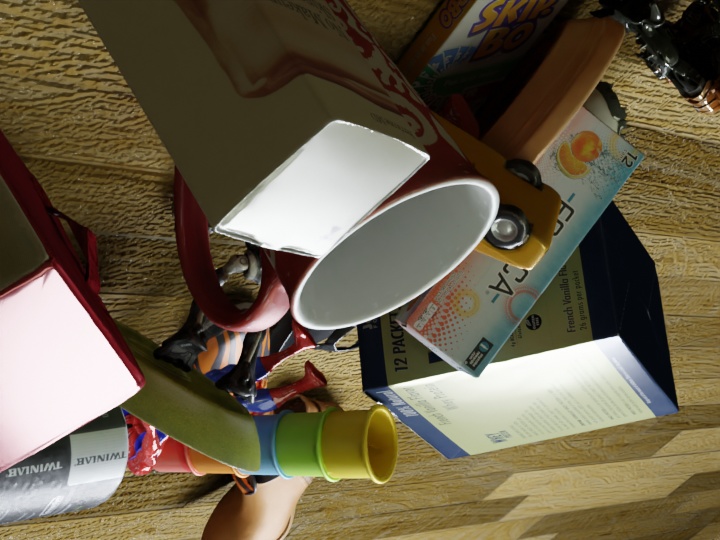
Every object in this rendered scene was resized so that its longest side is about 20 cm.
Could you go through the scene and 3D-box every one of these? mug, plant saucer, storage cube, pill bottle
[{"bbox_3d":[-0.046,-0.074,1.044,0.177,0.200,0.133,-30,158,-4],"label":"mug"},{"bbox_3d":[0.109,-0.106,1.287,0.200,0.037,0.200,-50,-173,8],"label":"plant saucer"},{"bbox_3d":[-0.247,0.008,0.991,0.200,0.171,0.180,-30,156,-4],"label":"storage cube"},{"bbox_3d":[-0.270,0.129,1.282,0.200,0.106,0.106,-4,144,-49],"label":"pill bottle"},{"bbox_3d":[-0.146,0.071,1.237,0.031,0.200,0.200,-58,155,1],"label":"plant saucer"}]

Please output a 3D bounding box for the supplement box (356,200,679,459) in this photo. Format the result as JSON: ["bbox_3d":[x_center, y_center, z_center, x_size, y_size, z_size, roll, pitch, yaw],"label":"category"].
[{"bbox_3d":[0.122,0.042,1.424,0.199,0.135,0.200,-14,154,18],"label":"supplement box"}]

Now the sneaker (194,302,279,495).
[{"bbox_3d":[-0.085,0.109,1.471,0.077,0.112,0.200,-27,156,-14],"label":"sneaker"}]

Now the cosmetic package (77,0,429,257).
[{"bbox_3d":[-0.064,-0.114,0.939,0.087,0.200,0.103,-41,155,19],"label":"cosmetic package"}]

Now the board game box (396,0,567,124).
[{"bbox_3d":[0.083,-0.164,1.257,0.095,0.030,0.200,-7,144,-45],"label":"board game box"}]

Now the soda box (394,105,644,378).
[{"bbox_3d":[0.112,-0.023,1.288,0.200,0.068,0.064,-52,-174,-2],"label":"soda box"}]

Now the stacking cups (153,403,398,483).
[{"bbox_3d":[-0.072,0.139,1.401,0.200,0.061,0.060,-6,168,26],"label":"stacking cups"}]

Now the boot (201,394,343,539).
[{"bbox_3d":[-0.096,0.190,1.676,0.200,0.074,0.155,-46,157,1],"label":"boot"}]

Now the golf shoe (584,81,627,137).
[{"bbox_3d":[0.129,-0.071,1.438,0.088,0.077,0.200,3,139,-46],"label":"golf shoe"}]

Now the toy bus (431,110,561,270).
[{"bbox_3d":[0.028,-0.063,1.171,0.078,0.200,0.065,-52,-170,37],"label":"toy bus"}]

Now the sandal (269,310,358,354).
[{"bbox_3d":[0.013,0.028,1.524,0.200,0.043,0.076,-24,156,-19],"label":"sandal"}]

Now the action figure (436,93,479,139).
[{"bbox_3d":[0.007,-0.063,1.292,0.065,0.052,0.200,-16,171,-35],"label":"action figure"}]

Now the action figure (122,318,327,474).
[{"bbox_3d":[-0.137,0.091,1.369,0.200,0.065,0.099,-28,139,11],"label":"action figure"}]

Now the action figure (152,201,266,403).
[{"bbox_3d":[-0.073,-0.019,1.238,0.119,0.102,0.200,28,81,-24],"label":"action figure"}]

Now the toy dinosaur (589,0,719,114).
[{"bbox_3d":[0.255,-0.163,1.324,0.102,0.136,0.200,-41,-158,-18],"label":"toy dinosaur"}]
